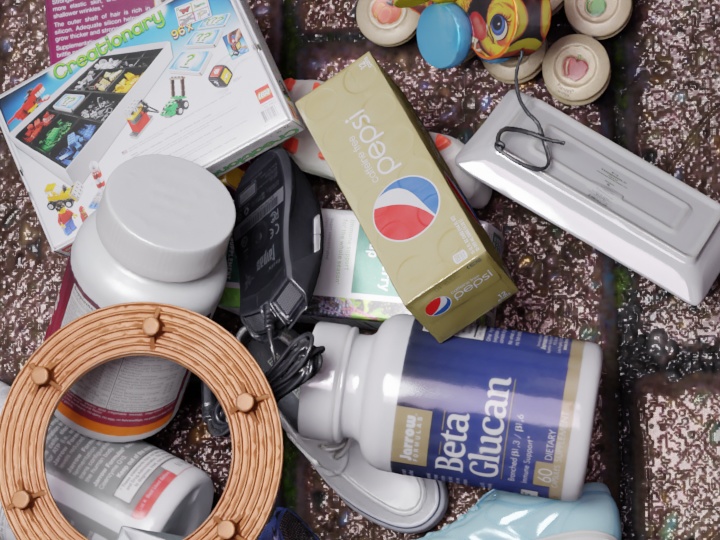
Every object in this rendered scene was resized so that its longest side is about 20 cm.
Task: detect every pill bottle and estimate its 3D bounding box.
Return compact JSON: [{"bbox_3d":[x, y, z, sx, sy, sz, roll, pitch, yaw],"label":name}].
[{"bbox_3d":[-0.219,0.156,1.669,0.200,0.114,0.114,26,87,15],"label":"pill bottle"},{"bbox_3d":[0.062,0.090,1.577,0.199,0.111,0.111,8,83,6],"label":"pill bottle"},{"bbox_3d":[-0.155,0.020,1.595,0.109,0.200,0.110,12,44,-12],"label":"pill bottle"}]

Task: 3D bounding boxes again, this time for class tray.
[{"bbox_3d":[0.174,-0.059,1.620,0.200,0.022,0.107,31,46,8],"label":"tray"}]

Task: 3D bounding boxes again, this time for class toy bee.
[{"bbox_3d":[0.098,-0.185,1.611,0.200,0.131,0.109,40,129,11],"label":"toy bee"}]

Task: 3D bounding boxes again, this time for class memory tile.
[{"bbox_3d":[0.105,-0.217,1.683,0.200,0.017,0.154,18,86,15],"label":"memory tile"}]

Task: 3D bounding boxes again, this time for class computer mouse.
[{"bbox_3d":[-0.066,0.023,1.604,0.140,0.046,0.200,-44,42,39],"label":"computer mouse"}]

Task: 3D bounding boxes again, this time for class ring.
[{"bbox_3d":[-0.148,0.119,1.501,0.200,0.019,0.201,-2,81,12],"label":"ring"}]

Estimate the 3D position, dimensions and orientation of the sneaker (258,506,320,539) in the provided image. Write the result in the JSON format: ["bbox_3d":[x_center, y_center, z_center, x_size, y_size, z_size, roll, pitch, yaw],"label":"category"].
[{"bbox_3d":[-0.001,0.234,1.590,0.078,0.075,0.200,-28,113,31],"label":"sneaker"}]

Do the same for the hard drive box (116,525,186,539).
[{"bbox_3d":[-0.127,0.266,1.586,0.077,0.200,0.156,18,84,15],"label":"hard drive box"}]

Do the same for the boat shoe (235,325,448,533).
[{"bbox_3d":[-0.020,0.114,1.657,0.200,0.065,0.074,40,90,15],"label":"boat shoe"}]

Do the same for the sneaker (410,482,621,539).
[{"bbox_3d":[0.092,0.195,1.628,0.200,0.074,0.082,-9,48,16],"label":"sneaker"}]

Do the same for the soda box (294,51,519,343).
[{"bbox_3d":[0.030,-0.053,1.567,0.068,0.064,0.200,-34,54,8],"label":"soda box"}]

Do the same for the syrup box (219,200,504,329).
[{"bbox_3d":[0.000,0.000,1.664,0.199,0.081,0.079,5,83,15],"label":"syrup box"}]

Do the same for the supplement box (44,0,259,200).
[{"bbox_3d":[-0.155,-0.142,1.710,0.131,0.103,0.201,-8,80,14],"label":"supplement box"}]

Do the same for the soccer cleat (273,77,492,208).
[{"bbox_3d":[0.007,-0.086,1.687,0.200,0.078,0.069,22,80,35],"label":"soccer cleat"}]

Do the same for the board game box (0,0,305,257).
[{"bbox_3d":[-0.153,-0.111,1.629,0.200,0.035,0.126,-27,74,12],"label":"board game box"}]
